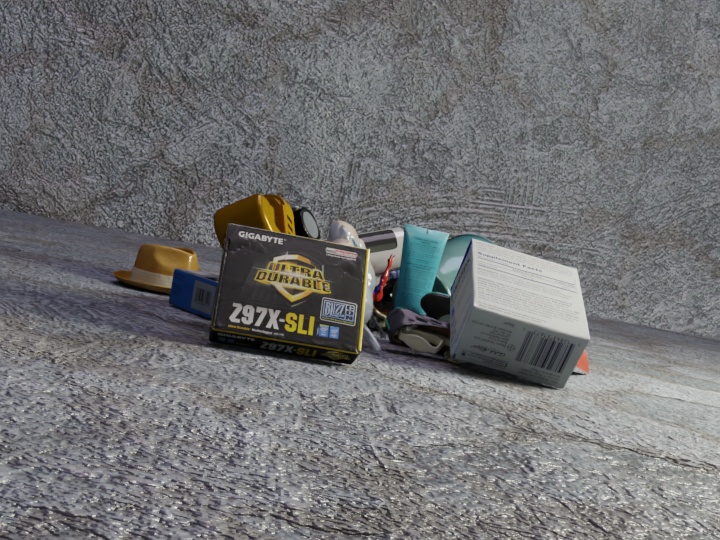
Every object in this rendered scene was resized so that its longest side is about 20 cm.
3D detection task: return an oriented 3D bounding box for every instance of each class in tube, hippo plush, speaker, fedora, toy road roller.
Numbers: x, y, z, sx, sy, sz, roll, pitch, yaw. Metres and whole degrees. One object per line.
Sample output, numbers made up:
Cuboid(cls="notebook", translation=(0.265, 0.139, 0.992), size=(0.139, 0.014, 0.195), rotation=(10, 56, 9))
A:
Cuboid(cls="tube", translation=(0.092, 0.027, 1.684), size=(0.077, 0.201, 0.050), rotation=(11, 3, -14))
Cuboid(cls="hippo plush", translation=(-0.063, 0.033, 1.571), size=(0.160, 0.201, 0.159), rotation=(-15, 11, 11))
Cuboid(cls="speaker", translation=(-0.016, -0.025, 1.826), size=(0.199, 0.082, 0.081), rotation=(-9, 7, -12))
Cuboid(cls="fedora", translation=(-0.357, -0.005, 1.843), size=(0.200, 0.082, 0.201), rotation=(10, 3, -1))
Cuboid(cls="toy road roller", translation=(-0.140, -0.020, 1.440), size=(0.123, 0.201, 0.146), rotation=(-21, -34, 21))

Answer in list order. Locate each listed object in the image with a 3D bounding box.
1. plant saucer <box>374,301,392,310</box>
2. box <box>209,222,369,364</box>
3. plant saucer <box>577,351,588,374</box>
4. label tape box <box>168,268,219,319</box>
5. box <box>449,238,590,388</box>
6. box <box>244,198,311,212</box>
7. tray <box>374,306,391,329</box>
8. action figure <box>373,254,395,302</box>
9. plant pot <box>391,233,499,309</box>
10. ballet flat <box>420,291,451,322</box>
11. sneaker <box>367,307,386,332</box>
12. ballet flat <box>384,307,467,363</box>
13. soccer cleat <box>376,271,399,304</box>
Cuboid(cls="plant saucer", translation=(0.047, 0.056, 2.048), size=(0.200, 0.050, 0.200), rotation=(38, 8, -6))
Cuboid(cls="box", translation=(-0.094, 0.031, 1.335), size=(0.199, 0.160, 0.049), rotation=(11, -27, -9))
Cuboid(cls="plant saucer", translation=(0.297, 0.100, 1.722), size=(0.199, 0.037, 0.200), rotation=(33, 2, 31))
Cuboid(cls="label tape box", translation=(-0.192, 0.046, 1.642), size=(0.199, 0.064, 0.144), rotation=(8, 5, -41))
Cuboid(cls="box", translation=(0.240, 0.064, 1.538), size=(0.183, 0.105, 0.200), rotation=(16, 32, -4))
Cuboid(cls="box", translation=(-0.167, -0.031, 1.874), size=(0.104, 0.201, 0.148), rotation=(9, 2, 7))
Cuboid(cls="tray", translation=(-0.025, 0.078, 1.914), size=(0.098, 0.037, 0.200), rotation=(8, 5, -45))
Cuboid(cls="action figure", translation=(0.000, 0.000, 1.739), size=(0.065, 0.099, 0.200), rotation=(11, -9, 23))
Cuboid(cls="plant pot", translation=(0.163, 0.046, 1.864), size=(0.199, 0.201, 0.188), rotation=(12, 19, 35))
Cuboid(cls="ballet flat", translation=(0.187, 0.101, 1.634), size=(0.199, 0.068, 0.069), rotation=(25, 44, -5))
Cuboid(cls="sneaker", translation=(-0.008, 0.074, 1.699), size=(0.075, 0.071, 0.200), rotation=(12, 4, 16))
Cuboid(cls="ballet flat", translation=(0.133, 0.114, 1.569), size=(0.199, 0.073, 0.073), rotation=(17, 3, -2))
Cuboid(cls="soccer cleat", translation=(0.049, 0.011, 1.928), size=(0.086, 0.070, 0.200), rotation=(31, 19, 16))
